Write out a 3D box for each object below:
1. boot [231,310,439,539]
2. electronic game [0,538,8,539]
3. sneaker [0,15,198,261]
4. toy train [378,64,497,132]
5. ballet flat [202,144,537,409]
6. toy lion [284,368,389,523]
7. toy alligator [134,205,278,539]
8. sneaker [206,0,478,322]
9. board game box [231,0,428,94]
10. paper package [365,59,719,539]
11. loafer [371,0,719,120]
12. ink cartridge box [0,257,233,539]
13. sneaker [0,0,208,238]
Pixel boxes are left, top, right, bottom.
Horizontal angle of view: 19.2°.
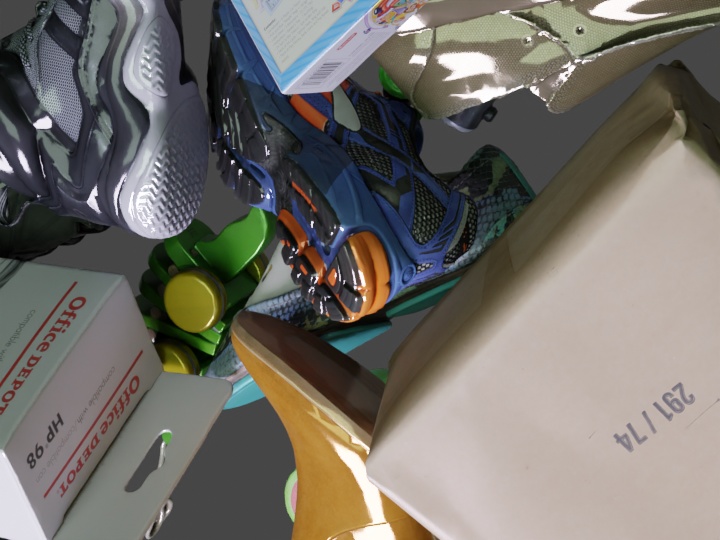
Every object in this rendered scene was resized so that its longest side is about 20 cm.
[{"bbox_3d":[-0.016,0.128,0.969,0.201,0.071,0.144,40,107,-6],"label":"boot"},{"bbox_3d":[-0.242,0.218,1.197,0.198,0.042,0.202,9,112,23],"label":"electronic game"},{"bbox_3d":[-0.149,-0.042,1.043,0.090,0.076,0.201,36,121,4],"label":"sneaker"},{"bbox_3d":[0.075,-0.141,0.921,0.056,0.042,0.201,33,119,-1],"label":"toy train"},{"bbox_3d":[0.000,0.000,0.997,0.199,0.074,0.075,-26,97,26],"label":"ballet flat"},{"bbox_3d":[0.055,0.145,1.027,0.198,0.069,0.193,17,107,18],"label":"toy lion"},{"bbox_3d":[-0.094,0.041,1.053,0.054,0.059,0.201,31,118,15],"label":"toy alligator"},{"bbox_3d":[-0.014,-0.055,0.946,0.076,0.078,0.201,101,148,-44],"label":"sneaker"},{"bbox_3d":[0.010,-0.182,0.833,0.200,0.034,0.135,-39,72,34],"label":"board game box"},{"bbox_3d":[0.131,0.052,0.891,0.190,0.104,0.200,40,110,-10],"label":"paper package"},{"bbox_3d":[0.096,-0.108,0.877,0.198,0.076,0.068,-6,121,22],"label":"loafer"},{"bbox_3d":[-0.173,0.055,0.989,0.198,0.116,0.067,7,136,27],"label":"ink cartridge box"},{"bbox_3d":[-0.131,-0.114,0.947,0.113,0.075,0.202,-1,94,18],"label":"sneaker"}]
